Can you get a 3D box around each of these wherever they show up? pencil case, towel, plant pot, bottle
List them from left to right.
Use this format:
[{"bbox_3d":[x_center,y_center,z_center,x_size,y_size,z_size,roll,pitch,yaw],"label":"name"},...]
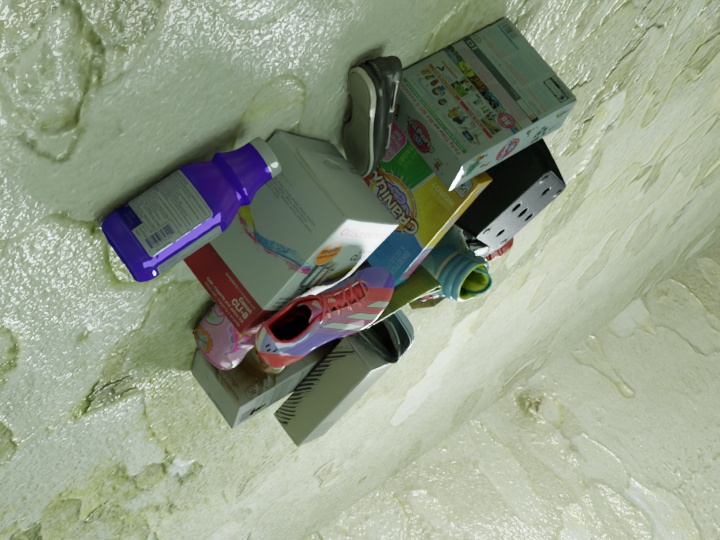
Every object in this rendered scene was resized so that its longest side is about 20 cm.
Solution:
[{"bbox_3d":[-0.179,-0.072,1.276,0.199,0.084,0.065,-36,161,-13],"label":"bottle"},{"bbox_3d":[-0.149,0.047,1.621,0.200,0.088,0.087,-49,159,28],"label":"pencil case"},{"bbox_3d":[0.000,0.000,1.638,0.143,0.200,0.023,-29,138,-30],"label":"towel"},{"bbox_3d":[0.171,-0.144,1.640,0.199,0.178,0.200,-42,163,10],"label":"plant pot"}]

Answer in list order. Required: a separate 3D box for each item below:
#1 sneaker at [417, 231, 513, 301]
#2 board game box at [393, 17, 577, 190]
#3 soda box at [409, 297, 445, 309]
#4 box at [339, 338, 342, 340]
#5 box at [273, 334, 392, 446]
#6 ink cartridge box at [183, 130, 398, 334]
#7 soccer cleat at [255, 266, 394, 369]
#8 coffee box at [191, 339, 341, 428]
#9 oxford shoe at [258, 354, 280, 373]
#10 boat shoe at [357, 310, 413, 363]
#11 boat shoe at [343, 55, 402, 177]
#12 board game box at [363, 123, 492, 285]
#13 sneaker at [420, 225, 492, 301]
[{"bbox_3d":[0.144,-0.029,1.837,0.200,0.071,0.098,-32,148,-2],"label":"sneaker"},{"bbox_3d":[0.149,-0.212,1.484,0.199,0.148,0.064,-30,162,-26],"label":"board game box"},{"bbox_3d":[0.114,0.020,1.998,0.068,0.064,0.200,-35,-179,-9],"label":"soda box"},{"bbox_3d":[0.022,0.012,1.810,0.100,0.075,0.201,-47,166,-54],"label":"box"},{"bbox_3d":[-0.040,0.179,1.804,0.200,0.069,0.082,-48,162,29],"label":"box"},{"bbox_3d":[-0.086,-0.044,1.425,0.200,0.145,0.145,-47,160,19],"label":"ink cartridge box"},{"bbox_3d":[-0.038,0.047,1.402,0.199,0.067,0.077,-30,156,-22],"label":"soccer cleat"},{"bbox_3d":[-0.141,0.134,1.792,0.199,0.115,0.080,-30,160,-29],"label":"coffee box"},{"bbox_3d":[-0.089,0.079,1.671,0.071,0.074,0.201,-40,-160,37],"label":"oxford shoe"},{"bbox_3d":[0.005,0.050,1.720,0.072,0.200,0.071,-38,-166,29],"label":"boat shoe"},{"bbox_3d":[0.019,-0.183,1.427,0.057,0.067,0.200,-28,156,-18],"label":"boat shoe"},{"bbox_3d":[0.056,-0.101,1.551,0.200,0.153,0.040,-51,165,31],"label":"board game box"},{"bbox_3d":[0.145,-0.023,1.725,0.080,0.130,0.200,88,26,-43],"label":"sneaker"}]
